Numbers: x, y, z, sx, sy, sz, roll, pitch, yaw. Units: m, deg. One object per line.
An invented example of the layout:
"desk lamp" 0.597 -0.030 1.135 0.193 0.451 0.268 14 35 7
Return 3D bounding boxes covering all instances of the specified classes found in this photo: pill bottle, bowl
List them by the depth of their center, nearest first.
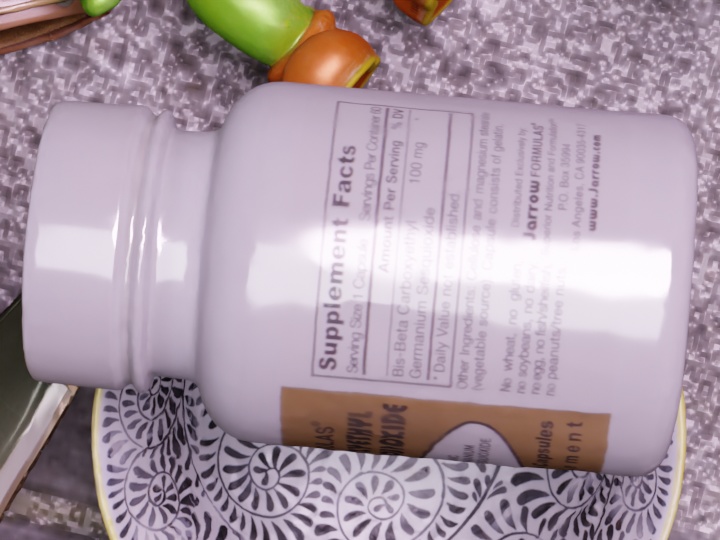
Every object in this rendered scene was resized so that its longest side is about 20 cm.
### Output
"pill bottle" 0.000 0.000 0.926 0.200 0.114 0.115 5 97 2
"bowl" 0.011 0.052 1.036 0.200 0.094 0.201 0 96 2

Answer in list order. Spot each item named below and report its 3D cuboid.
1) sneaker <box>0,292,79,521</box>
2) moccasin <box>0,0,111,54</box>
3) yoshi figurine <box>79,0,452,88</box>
"sneaker" -0.167 0.066 1.058 0.090 0.067 0.200 31 100 -6
"moccasin" -0.183 -0.066 1.046 0.201 0.074 0.078 -27 86 -4
"yoshi figurine" -0.058 -0.145 0.989 0.200 0.112 0.112 43 136 4
